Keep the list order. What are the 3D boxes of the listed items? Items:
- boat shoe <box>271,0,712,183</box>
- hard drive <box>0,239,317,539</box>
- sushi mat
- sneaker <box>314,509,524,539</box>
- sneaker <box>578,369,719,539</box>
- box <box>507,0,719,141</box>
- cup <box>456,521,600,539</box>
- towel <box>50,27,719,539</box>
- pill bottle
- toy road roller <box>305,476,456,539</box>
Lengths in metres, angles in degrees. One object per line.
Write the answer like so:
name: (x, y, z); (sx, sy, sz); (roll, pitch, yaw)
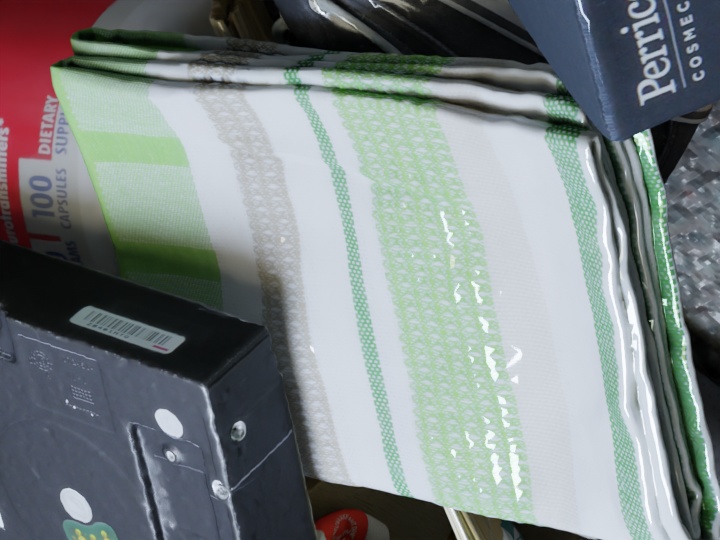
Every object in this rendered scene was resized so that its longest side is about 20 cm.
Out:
boat shoe: (0.004, -0.079, 0.830); (0.200, 0.072, 0.068); (27, 108, -2)
hard drive: (-0.073, 0.088, 0.917); (0.140, 0.038, 0.200); (16, 131, 35)
sushi mat: (0.000, 0.000, 0.901); (0.012, 0.096, 0.200); (-24, 105, 5)
sneaker: (-0.012, 0.129, 1.004); (0.200, 0.070, 0.094); (-13, 98, 36)
sneaker: (0.061, 0.022, 0.973); (0.200, 0.077, 0.082); (28, 136, 1)
box: (0.111, -0.147, 0.642); (0.200, 0.107, 0.149); (-23, 131, -4)
cup: (0.104, 0.180, 1.063); (0.200, 0.143, 0.200); (17, 140, 15)
towel: (0.003, 0.007, 0.824); (0.200, 0.031, 0.149); (8, 122, 37)
pill bottle: (-0.127, -0.044, 0.980); (0.200, 0.112, 0.112); (5, 136, 33)
toy road roller: (-0.075, 0.067, 1.072); (0.200, 0.146, 0.123); (-26, 141, 16)
